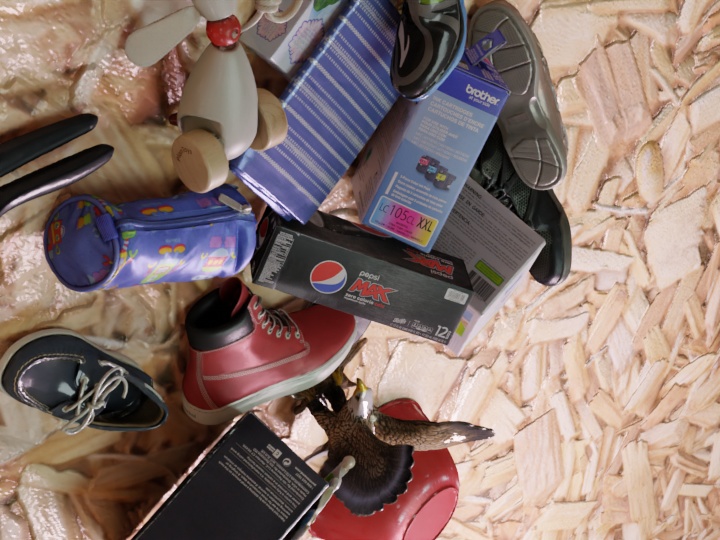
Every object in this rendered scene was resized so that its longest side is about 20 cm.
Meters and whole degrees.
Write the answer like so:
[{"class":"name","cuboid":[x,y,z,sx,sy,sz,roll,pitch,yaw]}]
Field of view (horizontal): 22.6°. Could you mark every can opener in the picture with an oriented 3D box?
[{"class":"can opener","cuboid":[-0.266,-0.066,1.329,0.200,0.079,0.063,-38,109,-34]}]

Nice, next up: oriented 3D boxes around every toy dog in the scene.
[{"class":"toy dog","cuboid":[-0.124,-0.165,1.416,0.132,0.096,0.200,-11,115,-49]}]

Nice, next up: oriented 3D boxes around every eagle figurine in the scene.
[{"class":"eagle figurine","cuboid":[0.015,0.168,1.847,0.152,0.200,0.151,-54,153,0]}]

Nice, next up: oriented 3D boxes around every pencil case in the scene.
[{"class":"pencil case","cuboid":[-0.165,-0.029,1.484,0.087,0.078,0.200,-36,164,33]}]

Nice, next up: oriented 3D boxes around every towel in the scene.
[{"class":"towel","cuboid":[-0.027,-0.142,1.552,0.200,0.024,0.145,-54,150,-2]}]

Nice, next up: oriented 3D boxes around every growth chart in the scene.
[{"class":"growth chart","cuboid":[-0.071,0.258,1.736,0.200,0.018,0.145,-49,180,-40]}]

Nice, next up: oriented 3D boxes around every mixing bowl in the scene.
[{"class":"mixing bowl","cuboid":[0.044,0.260,2.093,0.200,0.108,0.200,-38,147,-30]}]

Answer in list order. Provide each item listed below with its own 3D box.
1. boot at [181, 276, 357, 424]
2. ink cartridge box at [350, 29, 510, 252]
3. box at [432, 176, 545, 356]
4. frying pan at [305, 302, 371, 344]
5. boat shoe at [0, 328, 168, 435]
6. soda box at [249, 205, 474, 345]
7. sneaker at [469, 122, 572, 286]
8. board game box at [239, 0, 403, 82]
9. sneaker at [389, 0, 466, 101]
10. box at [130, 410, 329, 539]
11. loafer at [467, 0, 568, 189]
[{"class":"boot","cuboid":[-0.081,0.049,1.708,0.200,0.072,0.144,-27,140,-32]},{"class":"ink cartridge box","cuboid":[0.069,-0.135,1.660,0.136,0.076,0.200,-102,-144,-70]},{"class":"box","cuboid":[0.101,-0.002,1.822,0.101,0.112,0.200,-48,172,-13]},{"class":"frying pan","cuboid":[0.003,0.021,1.854,0.190,0.031,0.115,-47,152,-6]},{"class":"boat shoe","cuboid":[-0.235,0.103,1.542,0.075,0.062,0.200,-53,152,2]},{"class":"soda box","cuboid":[0.000,0.000,1.658,0.200,0.071,0.063,19,114,-16]},{"class":"sneaker","cuboid":[0.145,-0.071,1.840,0.114,0.076,0.200,-19,94,-36]},{"class":"board game box","cuboid":[0.007,-0.234,1.561,0.200,0.041,0.200,-54,152,1]},{"class":"sneaker","cuboid":[0.050,-0.242,1.500,0.083,0.071,0.200,-4,112,-42]},{"class":"box","cuboid":[-0.135,0.239,1.716,0.182,0.104,0.200,-47,180,-10]},{"class":"loafer","cuboid":[0.160,-0.179,1.785,0.063,0.072,0.200,-54,129,-54]}]
